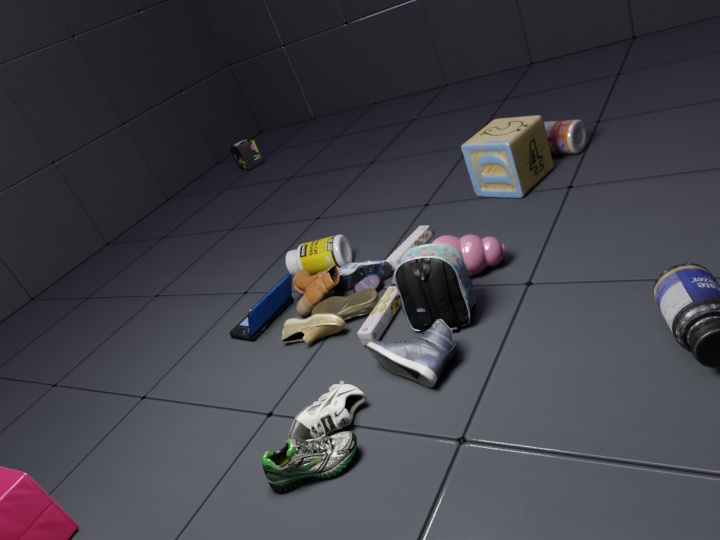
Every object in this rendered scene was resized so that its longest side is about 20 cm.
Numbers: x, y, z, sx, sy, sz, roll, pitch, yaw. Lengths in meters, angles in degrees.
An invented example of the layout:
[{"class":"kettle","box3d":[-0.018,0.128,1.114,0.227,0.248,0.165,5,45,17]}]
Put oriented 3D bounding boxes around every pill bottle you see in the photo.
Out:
[{"class":"pill bottle","box3d":[-0.136,-0.043,1.896,0.200,0.113,0.112,-13,29,22]},{"class":"pill bottle","box3d":[0.662,-0.456,2.006,0.112,0.112,0.200,-40,30,-28]},{"class":"pill bottle","box3d":[0.619,0.081,1.064,0.112,0.112,0.200,-15,28,17]}]

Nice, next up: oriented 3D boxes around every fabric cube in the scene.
[{"class":"fabric cube","box3d":[-0.771,0.556,1.227,0.196,0.200,0.199,-5,34,32]}]

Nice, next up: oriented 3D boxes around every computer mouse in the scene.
[{"class":"computer mouse","box3d":[-0.019,0.080,1.677,0.200,0.034,0.059,-35,53,-11]}]

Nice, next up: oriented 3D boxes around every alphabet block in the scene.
[{"class":"alphabet block","box3d":[0.481,-0.369,1.902,0.195,0.197,0.200,11,43,46]}]

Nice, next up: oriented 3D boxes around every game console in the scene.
[{"class":"game console","box3d":[-0.302,0.104,1.758,0.171,0.118,0.200,2,36,40]}]

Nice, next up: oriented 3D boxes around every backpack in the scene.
[{"class":"backpack","box3d":[0.180,0.032,1.409,0.177,0.200,0.151,-10,30,28]}]

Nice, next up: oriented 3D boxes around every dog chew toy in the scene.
[{"class":"dog chew toy","box3d":[0.284,-0.041,1.556,0.200,0.125,0.125,-10,29,9]}]

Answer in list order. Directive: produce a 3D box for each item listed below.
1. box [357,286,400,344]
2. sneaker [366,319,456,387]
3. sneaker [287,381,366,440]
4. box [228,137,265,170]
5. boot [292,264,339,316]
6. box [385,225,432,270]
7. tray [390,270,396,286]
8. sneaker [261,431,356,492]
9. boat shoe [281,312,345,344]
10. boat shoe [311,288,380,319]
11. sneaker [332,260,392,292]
[{"class":"box","box3d":[0.058,0.115,1.519,0.041,0.039,0.200,-3,33,35]},{"class":"sneaker","box3d":[0.123,0.169,1.325,0.202,0.077,0.146,18,59,40]},{"class":"sneaker","box3d":[-0.068,0.313,1.237,0.088,0.074,0.200,5,39,47]},{"class":"box","box3d":[-0.679,-0.699,3.485,0.124,0.149,0.200,-32,27,-19]},{"class":"boot","box3d":[-0.126,0.030,1.743,0.155,0.074,0.200,-44,34,24]},{"class":"box","box3d":[0.152,-0.070,1.795,0.041,0.039,0.200,2,36,43]},{"class":"tray","box3d":[0.136,0.012,1.571,0.107,0.022,0.200,-28,-12,-7]},{"class":"sneaker","box3d":[-0.101,0.367,1.154,0.200,0.085,0.078,-23,27,0]},{"class":"boat shoe","box3d":[-0.130,0.167,1.576,0.200,0.072,0.076,-14,42,35]},{"class":"boat shoe","box3d":[-0.037,0.107,1.607,0.200,0.063,0.073,-20,43,14]},{"class":"sneaker","box3d":[0.000,0.000,1.748,0.200,0.076,0.077,-13,33,19]}]
